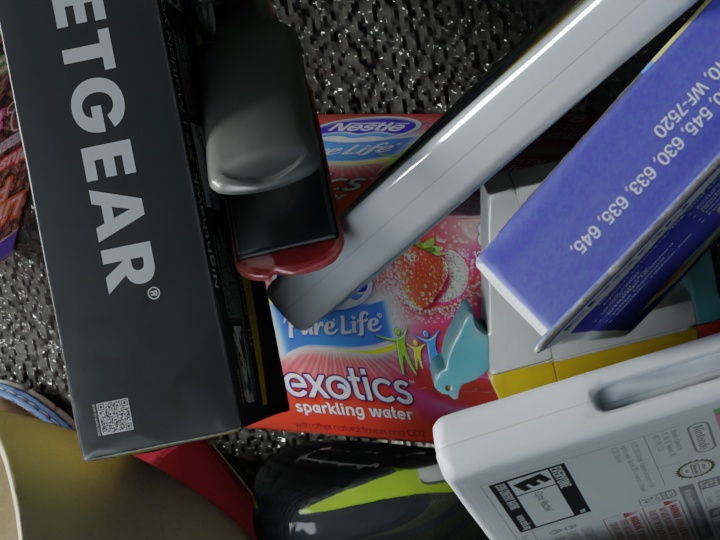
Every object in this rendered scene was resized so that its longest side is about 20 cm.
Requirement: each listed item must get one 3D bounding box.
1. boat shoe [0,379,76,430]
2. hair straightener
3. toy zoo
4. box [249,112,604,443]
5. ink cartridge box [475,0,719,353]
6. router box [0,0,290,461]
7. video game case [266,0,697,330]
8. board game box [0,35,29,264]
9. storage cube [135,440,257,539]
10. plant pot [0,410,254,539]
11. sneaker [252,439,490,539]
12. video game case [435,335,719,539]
[{"bbox_3d":[-0.142,0.147,1.061,0.072,0.072,0.200,-23,103,41],"label":"boat shoe"},{"bbox_3d":[-0.035,-0.091,0.712,0.041,0.200,0.077,-9,135,6],"label":"hair straightener"},{"bbox_3d":[0.122,0.013,0.768,0.200,0.020,0.131,-14,113,1],"label":"toy zoo"},{"bbox_3d":[0.000,0.000,0.862,0.200,0.095,0.100,2,118,32],"label":"box"},{"bbox_3d":[0.116,-0.062,0.628,0.047,0.200,0.198,44,98,11],"label":"ink cartridge box"},{"bbox_3d":[-0.073,-0.042,0.739,0.052,0.157,0.200,-11,87,3],"label":"router box"},{"bbox_3d":[0.072,-0.076,0.710,0.022,0.182,0.200,47,132,-3],"label":"video game case"},{"bbox_3d":[-0.221,-0.097,0.947,0.159,0.097,0.200,32,130,13],"label":"board game box"},{"bbox_3d":[-0.096,0.190,0.947,0.200,0.180,0.171,51,167,-4],"label":"storage cube"},{"bbox_3d":[-0.087,0.153,0.775,0.134,0.200,0.200,8,136,-25],"label":"plant pot"},{"bbox_3d":[0.034,0.108,0.835,0.074,0.200,0.081,0,81,41],"label":"sneaker"},{"bbox_3d":[0.131,0.060,0.707,0.182,0.200,0.022,-17,65,8],"label":"video game case"}]
